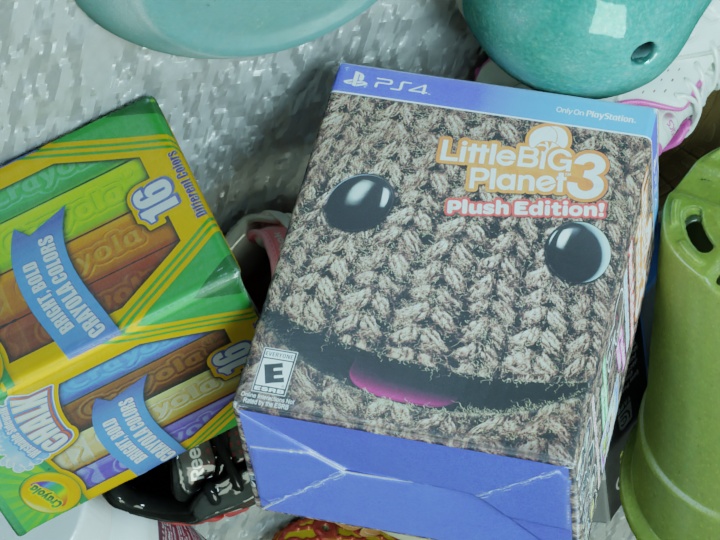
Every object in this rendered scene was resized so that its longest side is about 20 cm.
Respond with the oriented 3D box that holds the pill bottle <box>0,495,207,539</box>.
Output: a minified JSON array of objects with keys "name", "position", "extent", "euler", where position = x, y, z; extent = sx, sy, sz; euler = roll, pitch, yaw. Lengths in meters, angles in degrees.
[{"name":"pill bottle","position":[-0.147,0.166,1.510],"extent":[0.109,0.110,0.200],"euler":[-32,145,5]}]

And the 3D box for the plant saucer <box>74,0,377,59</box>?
[{"name":"plant saucer","position":[-0.037,-0.160,1.231],"extent":[0.200,0.036,0.200],"euler":[-19,145,-14]}]

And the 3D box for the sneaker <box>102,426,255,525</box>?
[{"name":"sneaker","position":[-0.048,0.086,1.387],"extent":[0.200,0.071,0.098],"euler":[-16,173,22]}]

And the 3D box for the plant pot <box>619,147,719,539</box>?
[{"name":"plant pot","position":[0.219,0.038,1.382],"extent":[0.200,0.200,0.190],"euler":[-22,133,-9]}]

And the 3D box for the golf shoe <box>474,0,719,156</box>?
[{"name":"golf shoe","position":[0.158,-0.101,1.397],"extent":[0.200,0.092,0.075],"euler":[-28,144,-4]}]

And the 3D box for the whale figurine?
[{"name":"whale figurine","position":[0.142,-0.158,1.298],"extent":[0.200,0.104,0.159],"euler":[-32,145,8]}]

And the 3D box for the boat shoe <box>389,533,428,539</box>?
[{"name":"boat shoe","position":[0.020,0.098,1.470],"extent":[0.200,0.074,0.069],"euler":[4,141,22]}]

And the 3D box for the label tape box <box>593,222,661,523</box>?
[{"name":"label tape box","position":[0.147,0.061,1.539],"extent":[0.143,0.066,0.200],"euler":[-51,146,-32]}]

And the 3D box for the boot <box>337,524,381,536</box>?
[{"name":"boot","position":[0.029,0.086,1.568],"extent":[0.155,0.074,0.200],"euler":[-30,141,13]}]

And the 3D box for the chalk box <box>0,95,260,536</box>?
[{"name":"chalk box","position":[-0.154,0.032,1.319],"extent":[0.200,0.125,0.124],"euler":[-27,146,-5]}]

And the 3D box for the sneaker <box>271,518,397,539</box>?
[{"name":"sneaker","position":[0.019,0.193,1.699],"extent":[0.200,0.073,0.077],"euler":[10,140,-39]}]

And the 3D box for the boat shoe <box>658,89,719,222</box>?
[{"name":"boat shoe","position":[0.188,-0.068,1.468],"extent":[0.200,0.074,0.069],"euler":[-33,147,-4]}]

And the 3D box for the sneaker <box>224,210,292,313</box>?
[{"name":"sneaker","position":[0.000,0.000,1.427],"extent":[0.200,0.075,0.105],"euler":[-25,151,2]}]

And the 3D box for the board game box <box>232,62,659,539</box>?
[{"name":"board game box","position":[0.046,0.018,1.289],"extent":[0.159,0.200,0.097],"euler":[9,147,11]}]
